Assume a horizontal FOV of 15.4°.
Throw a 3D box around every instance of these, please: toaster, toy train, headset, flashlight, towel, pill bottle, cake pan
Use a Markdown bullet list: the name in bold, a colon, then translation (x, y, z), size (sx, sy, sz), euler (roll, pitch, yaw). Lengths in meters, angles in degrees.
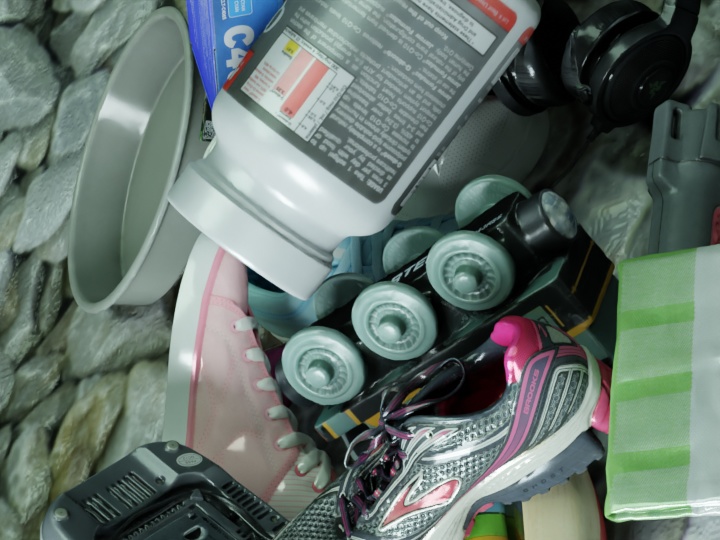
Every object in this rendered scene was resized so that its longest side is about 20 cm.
- **toaster**: translation (-0.078, 0.192, 1.363), size (0.200, 0.129, 0.114), euler (34, 47, 28)
- **toy train**: translation (0.048, 0.035, 1.389), size (0.200, 0.114, 0.085), euler (-34, 15, 31)
- **headset**: translation (0.110, -0.115, 1.435), size (0.123, 0.094, 0.200), euler (11, 89, 38)
- **flashlight**: translation (0.169, 0.014, 1.312), size (0.068, 0.068, 0.200), euler (4, 55, 10)
- **towel**: translation (0.211, 0.046, 1.211), size (0.200, 0.031, 0.149), euler (-7, 52, 22)
- **pill bottle**: translation (-0.006, -0.091, 1.404), size (0.200, 0.116, 0.116), euler (-53, 36, 3)
- **cake pan**: translation (-0.133, -0.067, 1.690), size (0.200, 0.037, 0.201), euler (-46, 36, 49)

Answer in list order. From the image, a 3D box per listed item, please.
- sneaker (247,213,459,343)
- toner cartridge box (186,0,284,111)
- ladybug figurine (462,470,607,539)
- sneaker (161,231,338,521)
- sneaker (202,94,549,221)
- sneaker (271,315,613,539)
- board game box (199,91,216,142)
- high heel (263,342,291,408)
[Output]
- **sneaker**: translation (0.000, 0.000, 1.498), size (0.200, 0.082, 0.074), euler (-18, 52, 41)
- **toner cartridge box**: translation (-0.071, -0.179, 1.443), size (0.043, 0.200, 0.095), euler (-11, 42, -10)
- **ladybug figurine**: translation (0.070, 0.152, 1.309), size (0.136, 0.072, 0.200), euler (-27, 45, 34)
- **sneaker**: translation (-0.056, 0.081, 1.468), size (0.075, 0.104, 0.201), euler (23, -107, -84)
- **sneaker**: translation (0.000, -0.070, 1.523), size (0.200, 0.116, 0.074), euler (-23, 46, 35)
- **sneaker**: translation (0.027, 0.090, 1.278), size (0.200, 0.075, 0.081), euler (-39, 39, 16)
- **board game box**: translation (-0.035, -0.171, 1.594), size (0.023, 0.105, 0.200), euler (-156, 71, -80)
- **high heel**: translation (-0.082, 0.135, 1.521), size (0.200, 0.067, 0.096), euler (-44, 61, -1)
